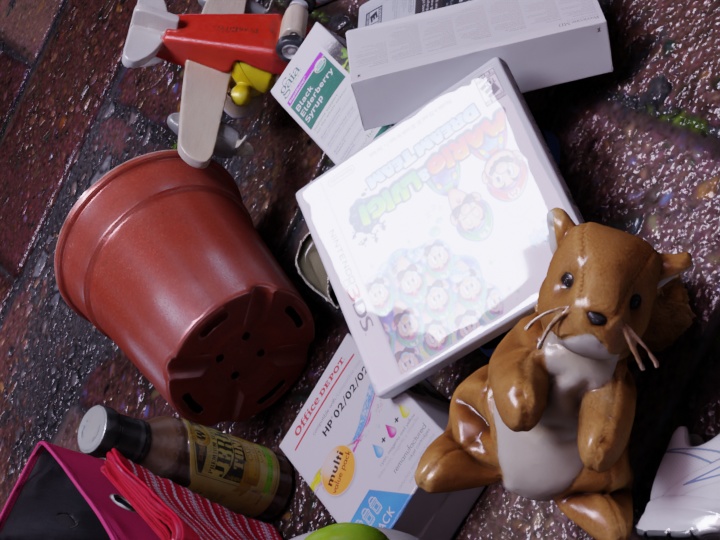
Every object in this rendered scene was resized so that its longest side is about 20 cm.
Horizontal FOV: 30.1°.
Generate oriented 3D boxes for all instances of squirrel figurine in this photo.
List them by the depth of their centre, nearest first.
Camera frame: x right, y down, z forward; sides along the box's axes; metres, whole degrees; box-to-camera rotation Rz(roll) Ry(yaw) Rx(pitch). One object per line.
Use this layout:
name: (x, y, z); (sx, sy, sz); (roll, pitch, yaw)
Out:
squirrel figurine: (0.141, 0.044, 0.865); (0.140, 0.200, 0.188); (19, 121, 14)

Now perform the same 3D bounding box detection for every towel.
towel: (-0.104, 0.211, 1.055); (0.023, 0.199, 0.144); (-56, 38, -1)

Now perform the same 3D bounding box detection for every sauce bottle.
sauce bottle: (-0.146, 0.161, 1.129); (0.064, 0.199, 0.065); (-22, 57, 38)

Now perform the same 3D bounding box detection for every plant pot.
plant pot: (-0.151, 0.026, 1.225); (0.202, 0.200, 0.195); (-55, 48, 13)

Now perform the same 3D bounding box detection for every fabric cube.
fabric cube: (-0.197, 0.292, 1.123); (0.196, 0.198, 0.201); (35, 99, 52)

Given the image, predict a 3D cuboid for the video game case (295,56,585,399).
video game case: (0.061, -0.031, 1.001); (0.199, 0.024, 0.183); (-32, 67, 22)

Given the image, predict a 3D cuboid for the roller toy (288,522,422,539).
roller toy: (-0.003, 0.281, 0.901); (0.182, 0.200, 0.140); (-41, 29, 19)

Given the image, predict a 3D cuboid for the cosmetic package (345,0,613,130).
cosmetic package: (0.091, -0.171, 1.049); (0.198, 0.051, 0.083); (-12, 36, 6)

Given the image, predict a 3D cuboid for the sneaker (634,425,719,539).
sneaker: (0.249, 0.125, 0.791); (0.199, 0.074, 0.088); (-9, 60, 46)

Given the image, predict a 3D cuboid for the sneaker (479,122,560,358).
sneaker: (0.104, -0.032, 1.033); (0.070, 0.078, 0.202); (-14, 61, 45)

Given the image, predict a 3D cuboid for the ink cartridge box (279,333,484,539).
ink cartridge box: (0.010, 0.133, 1.066); (0.116, 0.068, 0.200); (-58, 39, 9)

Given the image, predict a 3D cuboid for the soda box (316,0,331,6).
soda box: (-0.045, -0.379, 1.390); (0.063, 0.070, 0.202); (-10, 64, 49)

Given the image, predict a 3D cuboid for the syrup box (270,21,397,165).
syrup box: (0.005, -0.131, 1.160); (0.079, 0.081, 0.200); (-54, 41, 12)

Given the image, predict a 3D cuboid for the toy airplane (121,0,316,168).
toy airplane: (-0.134, -0.200, 1.297); (0.199, 0.142, 0.199); (-36, 60, -19)

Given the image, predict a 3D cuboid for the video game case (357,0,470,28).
video game case: (0.061, -0.187, 1.208); (0.181, 0.023, 0.202); (-21, 56, 43)

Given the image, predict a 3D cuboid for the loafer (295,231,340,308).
loafer: (0.000, 0.000, 1.144); (0.199, 0.069, 0.076); (24, 90, 52)
